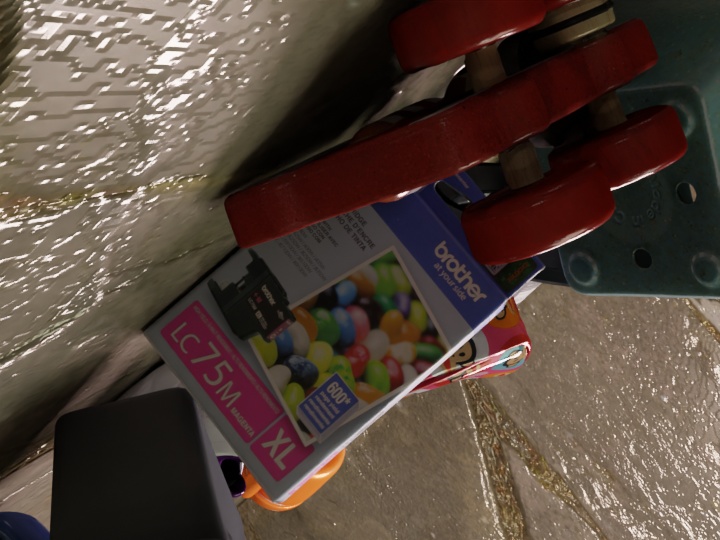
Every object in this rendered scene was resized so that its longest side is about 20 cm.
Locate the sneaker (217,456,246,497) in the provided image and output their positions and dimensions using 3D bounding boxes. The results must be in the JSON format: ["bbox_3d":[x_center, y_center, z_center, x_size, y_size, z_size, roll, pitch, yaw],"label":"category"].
[{"bbox_3d":[-0.141,0.161,1.035,0.074,0.088,0.200,-33,169,-48],"label":"sneaker"}]

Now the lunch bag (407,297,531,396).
[{"bbox_3d":[0.023,0.060,0.951,0.174,0.083,0.200,-18,174,-7],"label":"lunch bag"}]

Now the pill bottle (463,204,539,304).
[{"bbox_3d":[0.145,-0.026,1.354,0.113,0.113,0.200,-36,172,-35],"label":"pill bottle"}]

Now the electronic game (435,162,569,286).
[{"bbox_3d":[0.121,-0.032,0.927,0.200,0.198,0.042,-30,133,-59],"label":"electronic game"}]

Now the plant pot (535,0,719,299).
[{"bbox_3d":[0.205,-0.077,0.756,0.194,0.199,0.199,0,-156,46],"label":"plant pot"}]

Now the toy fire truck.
[{"bbox_3d":[0.048,-0.071,0.624,0.166,0.114,0.199,-14,-168,41],"label":"toy fire truck"}]

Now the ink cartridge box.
[{"bbox_3d":[-0.007,0.017,0.727,0.199,0.120,0.042,-40,172,-5],"label":"ink cartridge box"}]

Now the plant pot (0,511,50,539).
[{"bbox_3d":[-0.241,0.285,0.849,0.180,0.200,0.200,-44,177,-39],"label":"plant pot"}]

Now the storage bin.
[{"bbox_3d":[-0.104,0.167,0.755,0.143,0.136,0.201,-13,140,-1],"label":"storage bin"}]

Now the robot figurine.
[{"bbox_3d":[-0.094,0.257,1.813,0.200,0.115,0.145,-47,-158,46],"label":"robot figurine"}]

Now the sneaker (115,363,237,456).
[{"bbox_3d":[-0.072,0.070,0.839,0.200,0.089,0.075,-43,172,12],"label":"sneaker"}]
